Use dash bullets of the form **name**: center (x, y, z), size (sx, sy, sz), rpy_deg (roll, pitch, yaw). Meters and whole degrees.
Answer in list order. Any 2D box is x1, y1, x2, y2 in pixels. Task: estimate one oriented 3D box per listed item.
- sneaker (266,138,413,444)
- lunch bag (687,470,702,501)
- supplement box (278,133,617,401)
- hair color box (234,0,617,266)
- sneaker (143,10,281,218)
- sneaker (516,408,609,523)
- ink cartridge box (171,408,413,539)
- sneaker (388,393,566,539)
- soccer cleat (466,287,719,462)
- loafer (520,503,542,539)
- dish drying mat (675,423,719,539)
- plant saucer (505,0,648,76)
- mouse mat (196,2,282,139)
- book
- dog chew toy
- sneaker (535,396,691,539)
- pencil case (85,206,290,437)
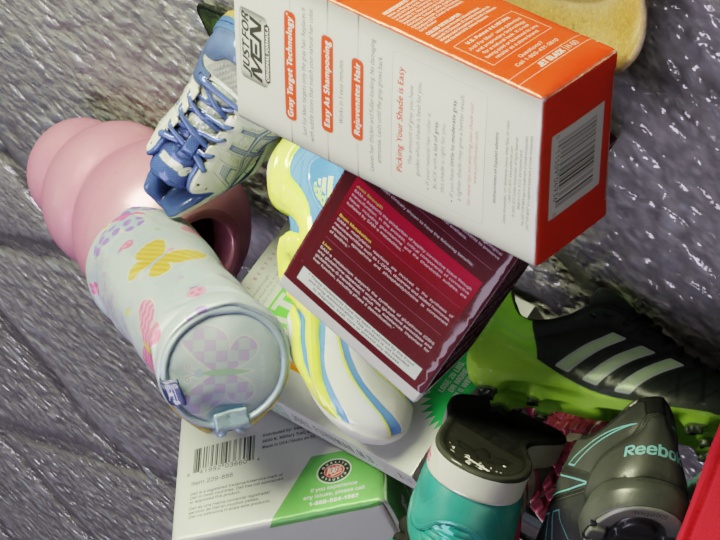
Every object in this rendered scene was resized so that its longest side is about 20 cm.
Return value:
- **sneaker**: center (0.000, 0.000, 1.467), size (0.105, 0.076, 0.200), rpy_deg (-34, 71, 57)
- **lunch bag**: center (0.257, 0.163, 1.371), size (0.160, 0.077, 0.200), rpy_deg (22, 161, -3)
- **supplement box**: center (0.044, -0.031, 1.346), size (0.109, 0.061, 0.200), rpy_deg (41, 136, 8)
- **hair color box**: center (0.028, -0.092, 1.219), size (0.200, 0.061, 0.102), rpy_deg (28, 136, 31)
- **sneaker**: center (-0.086, -0.086, 1.520), size (0.075, 0.088, 0.200), rpy_deg (42, 159, 8)
- **sneaker**: center (0.144, 0.124, 1.533), size (0.075, 0.081, 0.200), rpy_deg (41, -176, -25)
- **ink cartridge box**: center (-0.038, 0.108, 1.618), size (0.146, 0.200, 0.084), rpy_deg (-13, 135, 15)
- **sneaker**: center (0.063, 0.147, 1.428), size (0.084, 0.121, 0.200), rpy_deg (24, -168, 10)
- **soccer cleat**: center (0.159, 0.056, 1.407), size (0.200, 0.081, 0.068), rpy_deg (12, 160, 17)
- **loafer**: center (0.161, 0.186, 1.599), size (0.200, 0.072, 0.063), rpy_deg (21, 119, 28)
- **dish drying mat**: center (0.207, 0.119, 1.271), size (0.077, 0.200, 0.018), rpy_deg (21, 180, 31)
- **plant saucer**: center (0.063, -0.175, 1.167), size (0.200, 0.035, 0.200), rpy_deg (36, 158, 17)
- **mouse mat**: center (-0.010, -0.085, 1.516), size (0.200, 0.008, 0.161), rpy_deg (25, 153, 41)
- **book**: center (0.004, 0.048, 1.566), size (0.200, 0.134, 0.048), rpy_deg (25, 159, 38)
- **dog chew toy**: center (-0.164, -0.048, 1.721), size (0.200, 0.125, 0.125), rpy_deg (33, 159, 47)
- **sneaker**: center (0.141, 0.140, 1.389), size (0.075, 0.079, 0.200), rpy_deg (11, 151, -11)
- **pencil case**: center (-0.109, 0.029, 1.540), size (0.200, 0.083, 0.091), rpy_deg (45, 159, 60)
